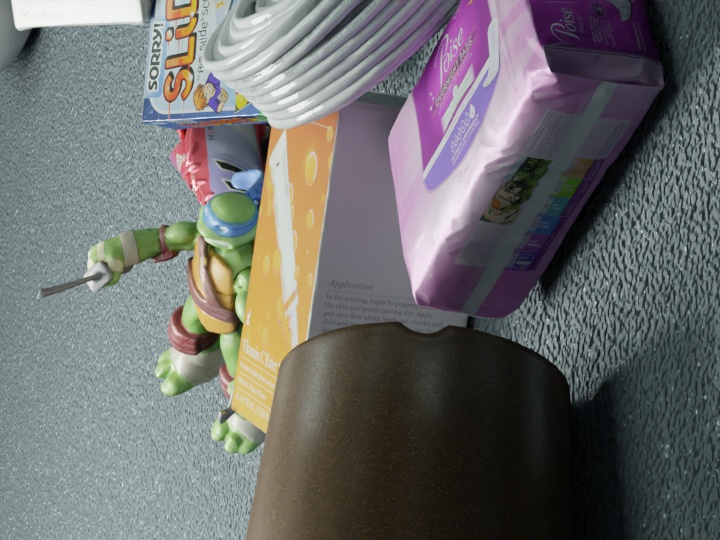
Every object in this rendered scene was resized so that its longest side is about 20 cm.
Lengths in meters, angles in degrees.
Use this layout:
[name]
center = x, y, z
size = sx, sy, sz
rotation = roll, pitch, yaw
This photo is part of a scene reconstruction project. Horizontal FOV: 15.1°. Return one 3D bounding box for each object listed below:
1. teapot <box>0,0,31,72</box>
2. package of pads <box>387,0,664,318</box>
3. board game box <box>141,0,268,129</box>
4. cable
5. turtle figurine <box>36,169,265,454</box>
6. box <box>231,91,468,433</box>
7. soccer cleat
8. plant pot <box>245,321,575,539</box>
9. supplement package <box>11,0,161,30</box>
[teapot]
center = -0.384, -0.279, 2.685
size = 0.200, 0.146, 0.198
rotation = -1, 105, 46
[package of pads]
center = 0.079, -0.080, 1.392
size = 0.200, 0.075, 0.121
rotation = 118, 149, -48
[board game box]
center = -0.075, -0.191, 1.706
size = 0.135, 0.034, 0.201
rotation = -1, 83, 47
[cable]
center = 0.004, -0.163, 1.492
size = 0.200, 0.069, 0.200
rotation = -30, 22, 39
[turtle figurine]
center = -0.116, 0.046, 1.743
size = 0.194, 0.143, 0.200
rotation = 86, -162, -55
[box]
center = 0.000, 0.000, 1.561
size = 0.124, 0.097, 0.201
rotation = -155, 72, -70
[soccer cleat]
center = -0.093, -0.059, 1.874
size = 0.200, 0.076, 0.067
rotation = -106, 29, -47
[plant pot]
center = 0.026, 0.144, 1.335
size = 0.200, 0.200, 0.199
rotation = 132, 148, -59
[supplement package]
center = -0.165, -0.268, 1.795
size = 0.117, 0.117, 0.201
rotation = 1, 104, 36
